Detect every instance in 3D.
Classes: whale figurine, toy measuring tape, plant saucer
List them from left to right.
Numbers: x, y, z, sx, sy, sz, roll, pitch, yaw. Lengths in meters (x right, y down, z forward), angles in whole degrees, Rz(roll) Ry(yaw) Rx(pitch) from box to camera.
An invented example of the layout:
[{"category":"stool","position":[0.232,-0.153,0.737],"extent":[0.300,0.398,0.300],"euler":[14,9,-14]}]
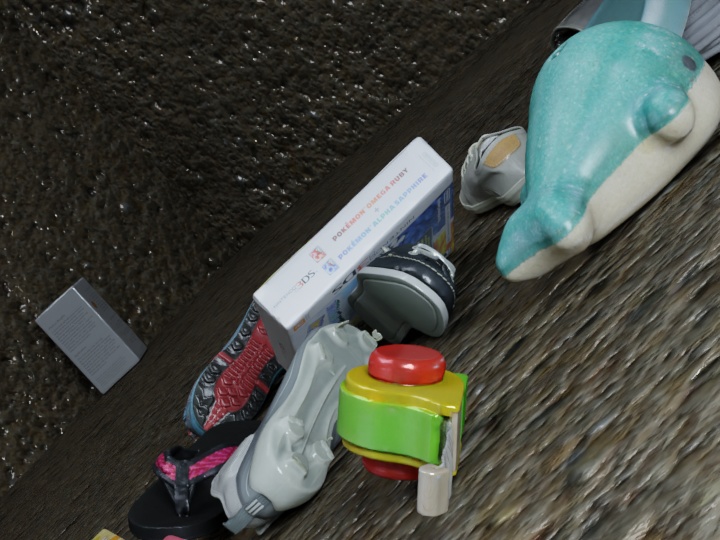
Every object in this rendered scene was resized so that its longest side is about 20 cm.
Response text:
[{"category":"toy measuring tape","position":[0.017,0.082,0.919],"extent":[0.073,0.074,0.200],"euler":[-41,4,12]},{"category":"whale figurine","position":[0.140,-0.080,1.118],"extent":[0.200,0.104,0.159],"euler":[-47,8,-37]},{"category":"plant saucer","position":[0.179,-0.141,1.321],"extent":[0.201,0.027,0.200],"euler":[-59,12,21]}]

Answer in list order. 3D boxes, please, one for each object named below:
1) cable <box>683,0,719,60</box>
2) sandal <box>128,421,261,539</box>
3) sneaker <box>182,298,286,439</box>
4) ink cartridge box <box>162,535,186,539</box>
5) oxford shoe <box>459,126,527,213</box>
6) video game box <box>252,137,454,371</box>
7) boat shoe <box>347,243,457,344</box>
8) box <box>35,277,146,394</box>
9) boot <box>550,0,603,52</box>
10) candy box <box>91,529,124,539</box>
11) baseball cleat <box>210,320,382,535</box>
[{"category":"cable","position":[0.293,-0.234,1.359],"extent":[0.200,0.069,0.200],"euler":[-41,7,19]},{"category":"sandal","position":[-0.118,0.144,1.329],"extent":[0.074,0.045,0.200],"euler":[0,20,16]},{"category":"sneaker","position":[-0.104,0.081,1.712],"extent":[0.200,0.079,0.095],"euler":[-46,5,-28]},{"category":"ink cartridge box","position":[-0.091,0.197,0.790],"extent":[0.146,0.083,0.200],"euler":[-44,6,-15]},{"category":"oxford shoe","position":[0.118,-0.091,1.568],"extent":[0.075,0.058,0.200],"euler":[-46,5,-5]},{"category":"video game box","position":[0.000,0.000,1.454],"extent":[0.182,0.047,0.200],"euler":[-42,-15,-9]},{"category":"boat shoe","position":[0.037,0.008,1.320],"extent":[0.060,0.076,0.200],"euler":[-49,8,-11]},{"category":"box","position":[-0.538,0.129,3.600],"extent":[0.106,0.200,0.152],"euler":[-42,5,4]},{"category":"boot","position":[0.284,-0.300,1.949],"extent":[0.200,0.072,0.182],"euler":[-51,5,-8]},{"category":"candy box","position":[-0.195,0.245,1.262],"extent":[0.115,0.055,0.200],"euler":[-44,6,-13]},{"category":"baseball cleat","position":[-0.049,0.106,1.222],"extent":[0.106,0.070,0.200],"euler":[-39,6,29]}]
